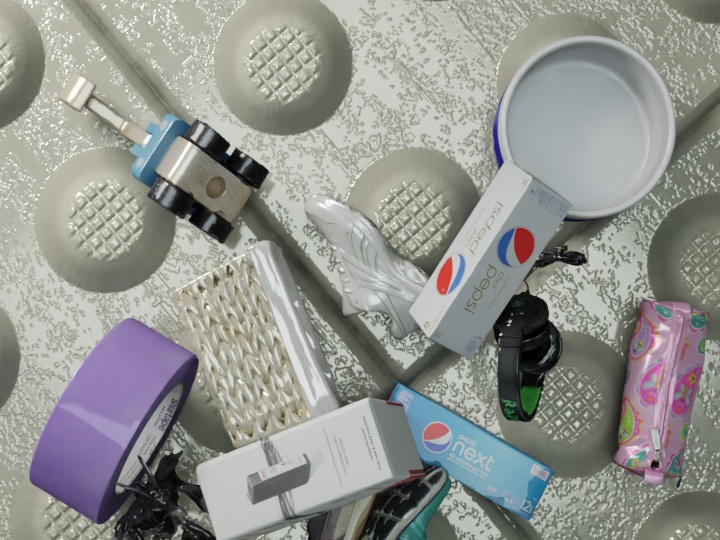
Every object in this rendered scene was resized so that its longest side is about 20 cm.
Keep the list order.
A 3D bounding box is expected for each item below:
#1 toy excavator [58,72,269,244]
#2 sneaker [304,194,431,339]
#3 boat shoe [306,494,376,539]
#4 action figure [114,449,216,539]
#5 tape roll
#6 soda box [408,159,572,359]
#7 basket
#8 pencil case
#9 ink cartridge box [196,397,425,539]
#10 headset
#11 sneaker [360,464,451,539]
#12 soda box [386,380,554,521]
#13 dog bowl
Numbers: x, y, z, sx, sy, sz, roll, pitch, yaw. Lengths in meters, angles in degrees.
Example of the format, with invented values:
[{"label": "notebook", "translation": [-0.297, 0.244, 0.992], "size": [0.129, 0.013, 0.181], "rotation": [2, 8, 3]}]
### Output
[{"label": "toy excavator", "translation": [-0.230, -0.136, 1.155], "size": [0.194, 0.199, 0.101], "rotation": [36, 85, -44]}, {"label": "sneaker", "translation": [0.000, 0.000, 1.161], "size": [0.200, 0.078, 0.100], "rotation": [43, 91, 2]}, {"label": "boat shoe", "translation": [-0.029, 0.288, 1.153], "size": [0.064, 0.072, 0.203], "rotation": [23, 89, 11]}, {"label": "action figure", "translation": [-0.186, 0.273, 1.083], "size": [0.101, 0.202, 0.120], "rotation": [13, 54, 23]}, {"label": "tape roll", "translation": [-0.256, 0.157, 1.084], "size": [0.084, 0.200, 0.202], "rotation": [29, 87, 3]}, {"label": "soda box", "translation": [0.137, -0.011, 1.100], "size": [0.063, 0.068, 0.202], "rotation": [27, 102, -27]}, {"label": "basket", "translation": [-0.111, 0.084, 1.125], "size": [0.122, 0.136, 0.203], "rotation": [-23, 88, 0]}, {"label": "pencil case", "translation": [0.339, 0.136, 1.156], "size": [0.086, 0.087, 0.204], "rotation": [12, 86, 0]}, {"label": "ink cartridge box", "translation": [-0.049, 0.207, 1.061], "size": [0.197, 0.144, 0.085], "rotation": [-22, 75, 12]}, {"label": "headset", "translation": [0.198, 0.068, 1.138], "size": [0.092, 0.124, 0.203], "rotation": [0, 63, 23]}, {"label": "sneaker", "translation": [0.041, 0.303, 1.105], "size": [0.079, 0.077, 0.202], "rotation": [33, 86, -15]}, {"label": "soda box", "translation": [0.113, 0.201, 1.156], "size": [0.198, 0.068, 0.065], "rotation": [30, 87, 1]}, {"label": "dog bowl", "translation": [0.251, -0.158, 1.169], "size": [0.196, 0.079, 0.204], "rotation": [0, 88, -1]}]
